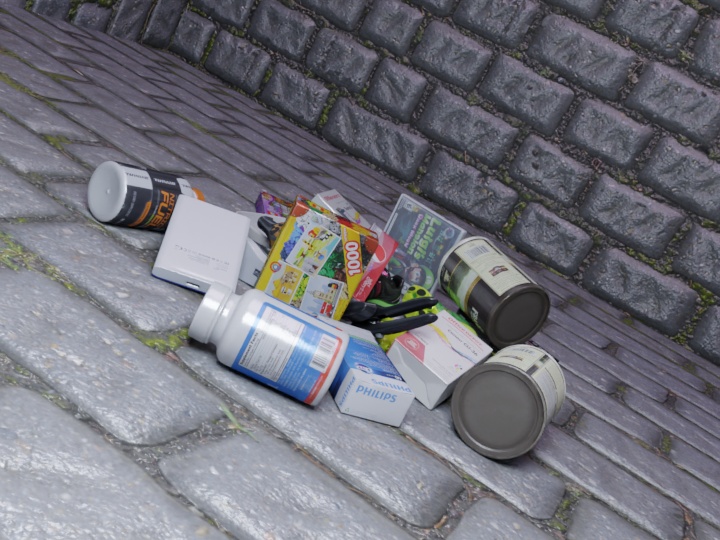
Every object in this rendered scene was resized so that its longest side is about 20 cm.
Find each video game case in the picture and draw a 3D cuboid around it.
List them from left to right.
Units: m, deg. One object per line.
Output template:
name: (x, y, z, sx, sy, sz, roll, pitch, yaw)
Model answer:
video game case: (0.123, -0.045, 1.888, 0.182, 0.200, 0.023, 34, 17, 26)

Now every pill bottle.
pill bottle: (-0.369, -0.126, 1.466, 0.106, 0.106, 0.200, 36, 17, 32)
pill bottle: (-0.126, 0.093, 1.126, 0.200, 0.112, 0.112, 27, 14, -4)

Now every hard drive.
hard drive: (-0.259, -0.041, 1.376, 0.132, 0.025, 0.200, 19, 37, -13)

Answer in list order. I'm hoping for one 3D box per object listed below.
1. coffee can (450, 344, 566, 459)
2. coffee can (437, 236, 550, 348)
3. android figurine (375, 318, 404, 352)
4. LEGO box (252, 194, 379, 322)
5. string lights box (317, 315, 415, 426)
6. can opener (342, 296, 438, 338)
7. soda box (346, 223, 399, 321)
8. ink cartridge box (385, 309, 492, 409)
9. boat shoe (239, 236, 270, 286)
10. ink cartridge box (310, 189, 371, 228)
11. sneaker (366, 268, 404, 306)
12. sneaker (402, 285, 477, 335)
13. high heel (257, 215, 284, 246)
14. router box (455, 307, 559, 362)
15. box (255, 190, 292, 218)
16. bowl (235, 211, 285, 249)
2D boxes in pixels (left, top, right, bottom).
coffee can: (0.243, 0.205, 1.335, 0.146, 0.147, 0.200, 32, 15, 18)
coffee can: (0.269, 0.042, 1.696, 0.146, 0.147, 0.200, 16, 22, -37)
android figurine: (0.079, 0.136, 1.502, 0.182, 0.041, 0.200, 14, 18, -43)
LEGO box: (-0.079, 0.001, 1.357, 0.149, 0.200, 0.077, 25, 14, -8)
string lights box: (-0.005, 0.148, 1.259, 0.103, 0.059, 0.200, 20, 16, -26)
can opener: (0.051, 0.080, 1.371, 0.200, 0.064, 0.079, -7, -11, 44)
soda box: (0.000, 0.000, 1.583, 0.070, 0.063, 0.200, 38, 43, -6)
ink cartridge box: (0.140, 0.140, 1.405, 0.116, 0.068, 0.200, 40, 34, 18)
boat shoe: (-0.172, -0.008, 1.483, 0.200, 0.072, 0.068, 34, 17, 17)
ink cartridge box: (-0.036, -0.080, 1.854, 0.200, 0.088, 0.145, 45, 16, 4)
sneaker: (0.018, 0.027, 1.679, 0.077, 0.084, 0.200, 35, 16, 32)
sneaker: (0.163, 0.107, 1.716, 0.200, 0.074, 0.084, 41, 4, 28)
high heel: (-0.079, -0.061, 1.521, 0.200, 0.072, 0.143, 2, 17, -23)
router box: (0.304, 0.160, 1.777, 0.150, 0.062, 0.200, 9, 23, -49)
box: (-0.173, -0.119, 1.938, 0.137, 0.039, 0.200, 22, 15, -17)
bowl: (-0.147, -0.037, 1.626, 0.200, 0.075, 0.200, 36, 16, 28)
